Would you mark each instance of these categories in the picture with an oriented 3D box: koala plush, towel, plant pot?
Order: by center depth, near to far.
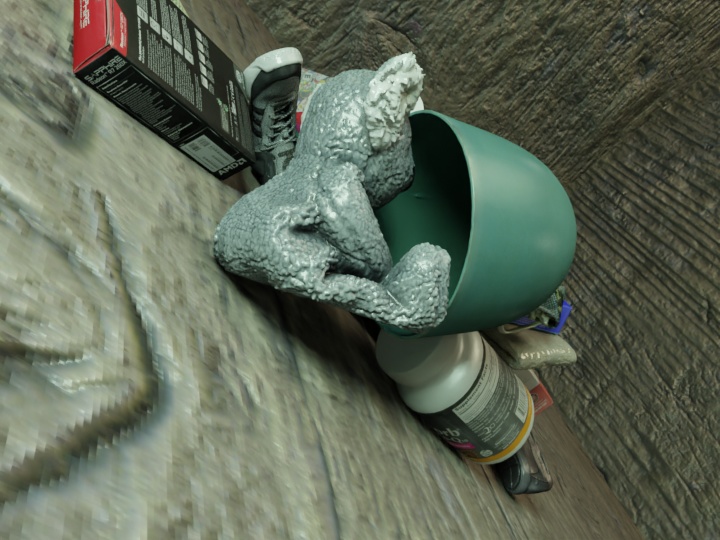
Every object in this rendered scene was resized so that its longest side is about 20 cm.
[{"bbox_3d":[-0.015,-0.075,0.529,0.180,0.205,0.176,18,-2,-28],"label":"koala plush"},{"bbox_3d":[0.109,-0.035,0.614,0.157,0.204,0.202,5,37,-29],"label":"plant pot"},{"bbox_3d":[0.180,0.067,0.851,0.130,0.035,0.200,3,29,-40],"label":"towel"}]

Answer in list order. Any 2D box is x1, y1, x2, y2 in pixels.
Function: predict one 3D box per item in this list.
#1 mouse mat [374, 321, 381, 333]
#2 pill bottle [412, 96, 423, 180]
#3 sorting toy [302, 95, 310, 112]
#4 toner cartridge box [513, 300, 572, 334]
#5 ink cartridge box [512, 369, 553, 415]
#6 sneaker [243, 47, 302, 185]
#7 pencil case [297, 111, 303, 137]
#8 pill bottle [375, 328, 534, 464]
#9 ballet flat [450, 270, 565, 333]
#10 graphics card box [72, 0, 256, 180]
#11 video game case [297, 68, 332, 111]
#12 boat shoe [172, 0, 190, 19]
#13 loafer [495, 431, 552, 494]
[{"bbox_3d":[0.000,0.000,0.856,0.201,0.007,0.164,-99,166,-68],"label":"mouse mat"},{"bbox_3d":[0.027,-0.119,0.736,0.112,0.109,0.202,56,-18,24],"label":"pill bottle"},{"bbox_3d":[-0.042,-0.097,0.750,0.186,0.035,0.206,-96,-176,-71],"label":"sorting toy"},{"bbox_3d":[0.172,0.023,0.838,0.195,0.044,0.095,15,21,-20],"label":"toner cartridge box"},{"bbox_3d":[0.207,0.161,1.042,0.202,0.116,0.068,53,10,-2],"label":"ink cartridge box"},{"bbox_3d":[-0.094,-0.170,0.756,0.116,0.074,0.200,65,-24,6],"label":"sneaker"},{"bbox_3d":[-0.030,-0.174,0.874,0.088,0.194,0.091,6,90,-78],"label":"pencil case"},{"bbox_3d":[0.109,0.128,0.728,0.200,0.116,0.117,45,12,-33],"label":"pill bottle"},{"bbox_3d":[0.154,0.038,0.741,0.194,0.076,0.075,4,28,-15],"label":"ballet flat"},{"bbox_3d":[-0.178,-0.188,0.600,0.199,0.050,0.128,34,38,-57],"label":"graphics card box"},{"bbox_3d":[-0.037,-0.219,0.949,0.196,0.146,0.018,22,-22,14],"label":"video game case"},{"bbox_3d":[-0.225,-0.262,0.694,0.204,0.061,0.075,65,24,-15],"label":"boat shoe"},{"bbox_3d":[0.222,0.241,0.932,0.061,0.073,0.202,13,33,-16],"label":"loafer"}]
